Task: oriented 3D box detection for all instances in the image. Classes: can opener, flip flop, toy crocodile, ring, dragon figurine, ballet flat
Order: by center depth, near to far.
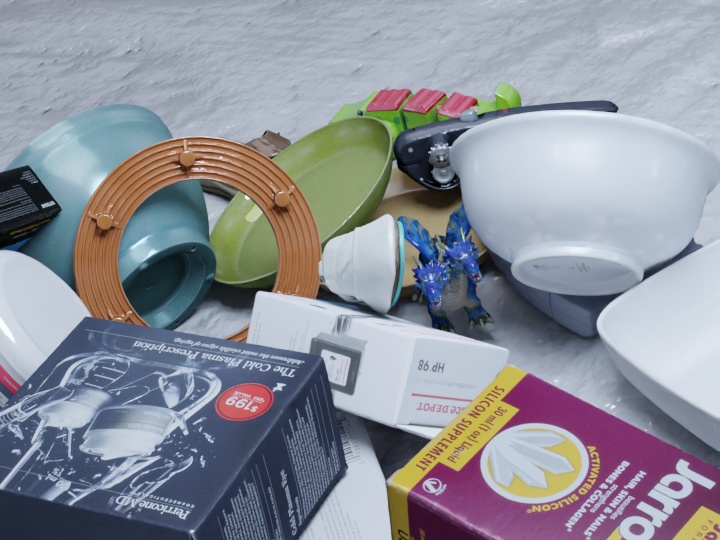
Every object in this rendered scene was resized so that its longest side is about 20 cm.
[{"bbox_3d":[0.000,0.000,1.365,0.069,0.070,0.200,-18,-6,-2],"label":"ballet flat"},{"bbox_3d":[0.062,-0.016,1.404,0.059,0.100,0.200,-12,32,0],"label":"dragon figurine"},{"bbox_3d":[-0.129,-0.007,1.444,0.200,0.201,0.019,-21,7,-7],"label":"ring"},{"bbox_3d":[0.125,-0.116,1.559,0.199,0.064,0.079,-11,31,10],"label":"can opener"},{"bbox_3d":[0.059,-0.143,1.683,0.199,0.062,0.068,6,39,34],"label":"toy crocodile"},{"bbox_3d":[-0.099,-0.104,1.704,0.199,0.058,0.081,18,46,43],"label":"flip flop"}]

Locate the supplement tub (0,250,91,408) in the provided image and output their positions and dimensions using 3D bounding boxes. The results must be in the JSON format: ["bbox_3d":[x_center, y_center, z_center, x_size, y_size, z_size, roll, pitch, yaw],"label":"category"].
[{"bbox_3d":[-0.302,0.092,1.368,0.200,0.140,0.141,-37,28,17],"label":"supplement tub"}]

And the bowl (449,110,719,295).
[{"bbox_3d":[0.161,-0.038,1.321,0.200,0.201,0.091,-2,70,23],"label":"bowl"}]

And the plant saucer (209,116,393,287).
[{"bbox_3d":[-0.047,-0.053,1.561,0.199,0.031,0.200,-31,29,19],"label":"plant saucer"}]

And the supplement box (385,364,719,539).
[{"bbox_3d":[0.132,0.166,1.098,0.199,0.104,0.131,25,49,31],"label":"supplement box"}]

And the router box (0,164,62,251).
[{"bbox_3d":[-0.332,-0.006,1.375,0.149,0.051,0.200,-39,-2,20],"label":"router box"}]

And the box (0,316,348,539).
[{"bbox_3d":[-0.140,0.135,1.210,0.199,0.105,0.182,8,38,26],"label":"box"}]

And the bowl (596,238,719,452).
[{"bbox_3d":[0.289,0.055,1.256,0.199,0.075,0.200,-28,34,-16],"label":"bowl"}]

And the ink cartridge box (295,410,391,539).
[{"bbox_3d":[-0.060,0.189,1.243,0.175,0.045,0.200,-18,31,-3],"label":"ink cartridge box"}]

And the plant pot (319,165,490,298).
[{"bbox_3d":[0.041,-0.032,1.554,0.199,0.028,0.200,-13,31,8],"label":"plant pot"}]

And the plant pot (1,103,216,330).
[{"bbox_3d":[-0.205,-0.021,1.527,0.200,0.201,0.134,-32,61,-23],"label":"plant pot"}]

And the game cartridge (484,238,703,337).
[{"bbox_3d":[0.174,-0.029,1.449,0.133,0.042,0.200,-27,43,-10],"label":"game cartridge"}]

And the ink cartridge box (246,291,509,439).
[{"bbox_3d":[0.025,0.071,1.312,0.199,0.067,0.116,15,3,41],"label":"ink cartridge box"}]
